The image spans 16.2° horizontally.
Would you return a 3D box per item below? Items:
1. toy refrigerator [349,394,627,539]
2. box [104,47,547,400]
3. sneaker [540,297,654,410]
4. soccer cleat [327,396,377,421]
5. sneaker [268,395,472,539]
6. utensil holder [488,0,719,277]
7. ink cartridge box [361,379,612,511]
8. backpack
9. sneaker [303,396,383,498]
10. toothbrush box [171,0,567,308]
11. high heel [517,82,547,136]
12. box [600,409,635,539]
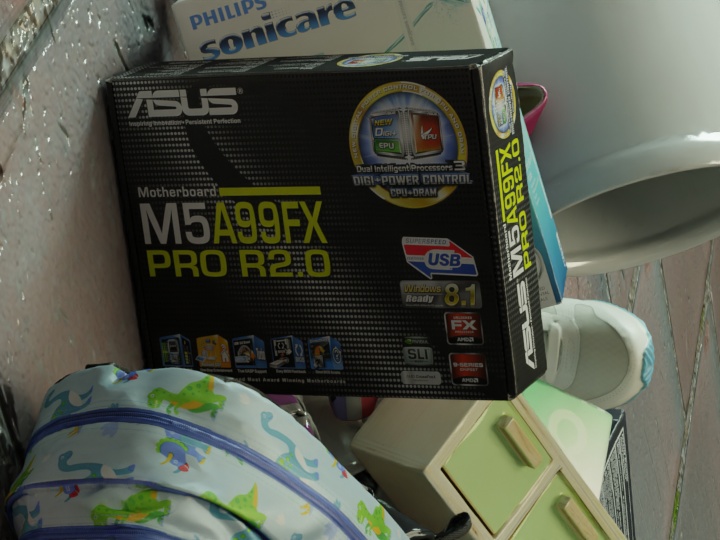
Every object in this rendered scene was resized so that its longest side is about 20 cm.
[{"bbox_3d":[0.084,0.138,1.407,0.076,0.070,0.200,-51,127,-20],"label":"toy refrigerator"},{"bbox_3d":[-0.017,-0.021,1.204,0.044,0.200,0.160,-34,120,-59],"label":"box"},{"bbox_3d":[0.088,0.049,1.595,0.081,0.200,0.077,-1,98,-60],"label":"sneaker"},{"bbox_3d":[0.000,0.000,1.436,0.200,0.067,0.077,-83,175,-54],"label":"soccer cleat"},{"bbox_3d":[-0.010,0.120,1.312,0.078,0.140,0.200,59,32,-57],"label":"sneaker"},{"bbox_3d":[0.138,-0.118,1.490,0.170,0.170,0.200,41,32,-69],"label":"utensil holder"},{"bbox_3d":[0.063,0.150,1.468,0.161,0.050,0.200,26,62,-33],"label":"ink cartridge box"},{"bbox_3d":[-0.067,0.122,1.096,0.154,0.163,0.200,-59,138,-40],"label":"backpack"},{"bbox_3d":[-0.019,0.107,1.415,0.073,0.071,0.200,65,26,-54],"label":"sneaker"},{"bbox_3d":[0.008,-0.065,1.276,0.085,0.146,0.200,-58,133,-78],"label":"toothbrush box"},{"bbox_3d":[0.009,-0.061,1.363,0.200,0.096,0.067,-11,75,-36],"label":"high heel"},{"bbox_3d":[0.128,0.226,1.832,0.198,0.123,0.200,-47,133,-68],"label":"box"}]
